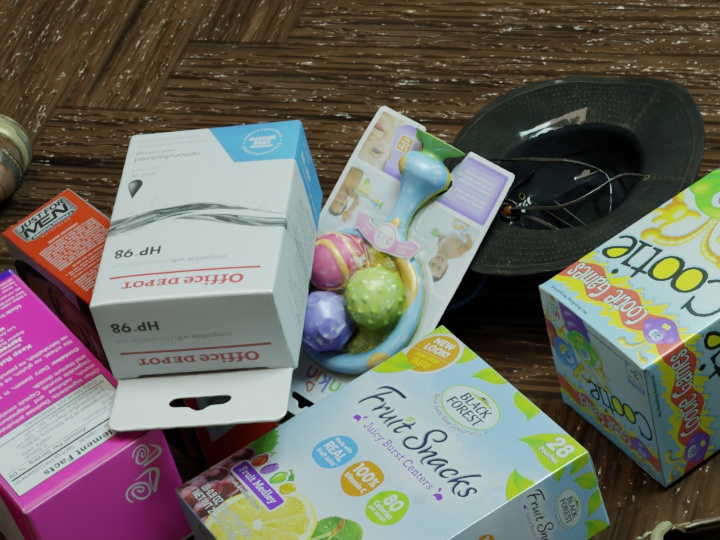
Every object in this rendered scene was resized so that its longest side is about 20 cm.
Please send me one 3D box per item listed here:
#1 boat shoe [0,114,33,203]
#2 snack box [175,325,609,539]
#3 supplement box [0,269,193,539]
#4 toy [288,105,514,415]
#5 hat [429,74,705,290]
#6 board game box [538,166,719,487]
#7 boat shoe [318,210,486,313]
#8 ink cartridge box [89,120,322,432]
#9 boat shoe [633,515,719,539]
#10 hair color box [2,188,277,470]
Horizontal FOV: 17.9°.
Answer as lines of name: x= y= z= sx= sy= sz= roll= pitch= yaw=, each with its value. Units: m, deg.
boat shoe: x=-0.344 y=-0.073 z=1.691 sx=0.198 sy=0.072 sz=0.068 roll=-3 pitch=41 yaw=11
snack box: x=0.017 y=0.138 z=1.342 sx=0.199 sy=0.068 sz=0.169 roll=-30 pitch=37 yaw=-16
supplement box: x=-0.201 y=0.105 z=1.433 sx=0.103 sy=0.102 sz=0.200 roll=-32 pitch=45 yaw=-17
toy: x=0.000 y=0.000 z=1.441 sx=0.115 sy=0.047 sz=0.201 roll=30 pitch=89 yaw=32
hat: x=0.142 y=-0.041 z=1.490 sx=0.199 sy=0.081 sz=0.201 roll=-15 pitch=37 yaw=12
board game box: x=0.222 y=0.018 z=1.386 sx=0.199 sy=0.104 sz=0.105 roll=-33 pitch=44 yaw=-17
boat shoe: x=-0.018 y=-0.007 z=1.516 sx=0.198 sy=0.069 sz=0.085 roll=-2 pitch=44 yaw=13
ink cartridge box: x=-0.093 y=0.000 z=1.385 sx=0.115 sy=0.067 sz=0.201 roll=-5 pitch=42 yaw=10
boat shoe: x=0.165 y=0.167 z=1.266 sx=0.200 sy=0.075 sz=0.075 roll=-13 pitch=42 yaw=5
hair color box: x=-0.145 y=0.037 z=1.487 sx=0.061 sy=0.102 sz=0.200 roll=-35 pitch=44 yaw=-21
